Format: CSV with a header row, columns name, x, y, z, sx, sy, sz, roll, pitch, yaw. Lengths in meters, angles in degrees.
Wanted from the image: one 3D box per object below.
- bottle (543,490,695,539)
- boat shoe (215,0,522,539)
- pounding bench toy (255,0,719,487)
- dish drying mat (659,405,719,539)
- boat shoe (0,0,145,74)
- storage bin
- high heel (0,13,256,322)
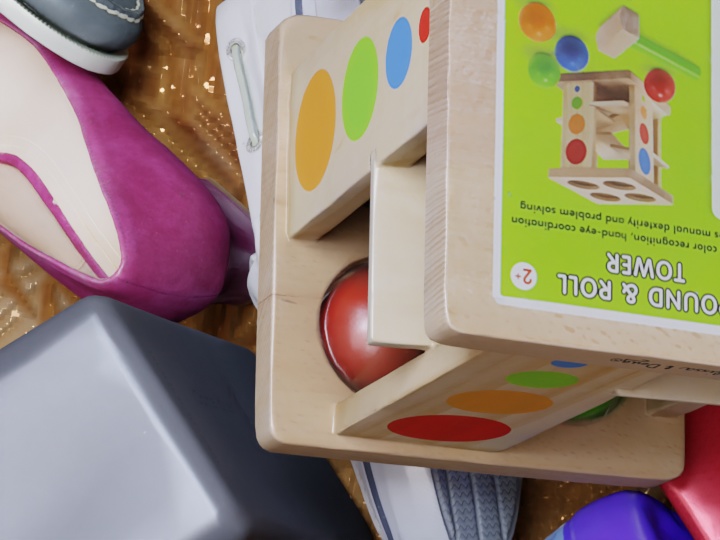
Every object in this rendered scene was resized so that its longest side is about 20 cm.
name,x,y,z,sx,sy,sz,roll,pitch,yaw
bottle,0.028,0.152,0.880,0.200,0.065,0.084,-40,42,17
boat shoe,0.000,0.000,0.908,0.067,0.074,0.200,-17,71,30
pounding bench toy,0.086,-0.014,0.805,0.200,0.156,0.124,7,73,-19
dish drying mat,0.104,0.019,0.875,0.077,0.018,0.200,-31,74,-3
boat shoe,-0.118,-0.154,0.956,0.062,0.073,0.200,-39,69,21
storage bin,-0.080,0.091,0.873,0.134,0.200,0.146,-35,75,8
high heel,-0.120,-0.047,0.939,0.200,0.096,0.067,41,104,19
